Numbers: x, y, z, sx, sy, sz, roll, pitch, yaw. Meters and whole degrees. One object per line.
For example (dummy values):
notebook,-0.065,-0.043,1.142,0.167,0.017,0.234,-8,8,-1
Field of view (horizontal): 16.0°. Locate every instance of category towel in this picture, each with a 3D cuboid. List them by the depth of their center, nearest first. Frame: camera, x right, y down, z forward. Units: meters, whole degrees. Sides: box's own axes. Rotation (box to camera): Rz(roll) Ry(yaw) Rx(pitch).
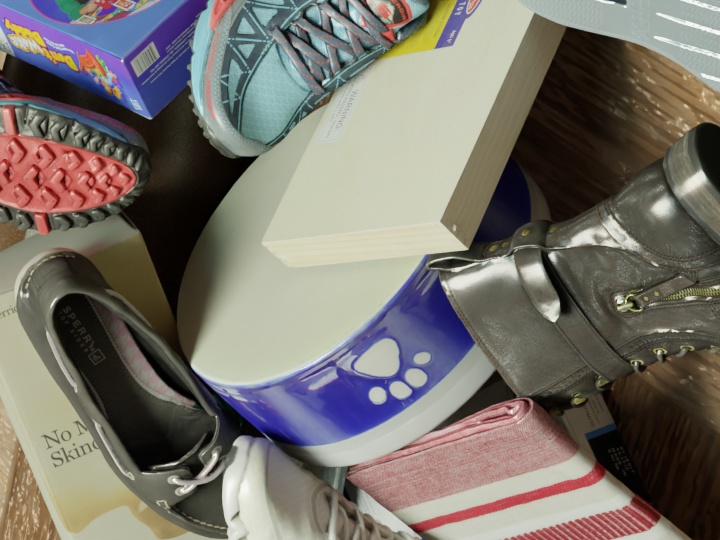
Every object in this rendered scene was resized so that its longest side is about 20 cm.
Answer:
towel,0.107,0.141,1.346,0.200,0.023,0.144,40,144,-24

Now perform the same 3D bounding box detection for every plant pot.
plant pot,-0.145,-0.053,1.510,0.200,0.200,0.198,28,115,37

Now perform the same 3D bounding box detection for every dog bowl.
dog bowl,0.000,0.000,1.362,0.200,0.200,0.079,-3,143,47

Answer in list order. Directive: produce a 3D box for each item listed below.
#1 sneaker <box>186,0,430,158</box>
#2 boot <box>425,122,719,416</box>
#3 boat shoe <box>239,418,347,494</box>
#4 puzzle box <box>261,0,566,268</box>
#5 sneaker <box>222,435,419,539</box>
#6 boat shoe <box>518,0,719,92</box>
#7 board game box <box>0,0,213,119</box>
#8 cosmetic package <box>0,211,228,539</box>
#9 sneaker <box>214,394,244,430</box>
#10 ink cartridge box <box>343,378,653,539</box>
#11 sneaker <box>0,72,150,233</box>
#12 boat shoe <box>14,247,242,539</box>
sneaker,-0.012,-0.143,1.335,0.079,0.200,0.096,43,164,-34
boot,0.151,0.028,1.249,0.174,0.069,0.200,-33,107,34
boat shoe,-0.022,0.069,1.490,0.074,0.065,0.202,15,90,61
puzzle box,0.038,-0.092,1.317,0.133,0.200,0.025,-6,141,47
sneaker,-0.006,0.153,1.366,0.081,0.075,0.200,-16,132,25
boat shoe,0.167,-0.136,1.238,0.200,0.062,0.072,24,141,19
board game box,-0.098,-0.182,1.407,0.134,0.200,0.045,26,152,39
cosmetic package,-0.140,0.077,1.414,0.200,0.105,0.071,69,168,-21
sneaker,-0.090,0.161,1.552,0.084,0.121,0.200,28,124,59
ink cartridge box,0.073,0.125,1.442,0.200,0.039,0.099,-35,77,47
sneaker,-0.203,-0.085,1.388,0.200,0.096,0.079,10,131,12
boat shoe,-0.114,0.075,1.351,0.200,0.067,0.057,54,175,-23
